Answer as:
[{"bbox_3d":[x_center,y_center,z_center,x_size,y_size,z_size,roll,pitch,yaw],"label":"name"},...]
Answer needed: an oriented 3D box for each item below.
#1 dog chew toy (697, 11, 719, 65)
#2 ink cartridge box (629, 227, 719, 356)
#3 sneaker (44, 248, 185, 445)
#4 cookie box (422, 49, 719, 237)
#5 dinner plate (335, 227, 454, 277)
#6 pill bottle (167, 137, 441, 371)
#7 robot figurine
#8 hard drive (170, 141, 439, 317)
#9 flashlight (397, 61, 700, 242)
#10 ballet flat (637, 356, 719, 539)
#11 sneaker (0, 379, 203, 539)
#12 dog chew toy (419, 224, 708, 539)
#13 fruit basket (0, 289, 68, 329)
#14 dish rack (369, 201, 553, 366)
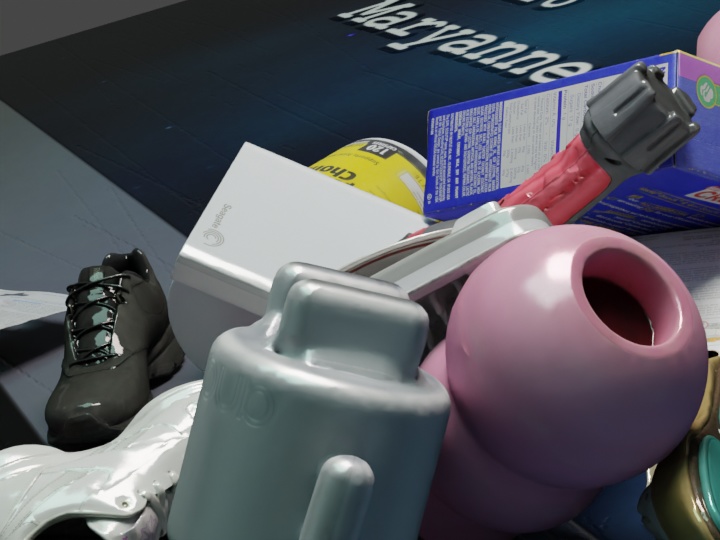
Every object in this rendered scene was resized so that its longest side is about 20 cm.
[{"bbox_3d":[0.335,-0.133,1.532,0.199,0.125,0.125,-2,20,11],"label":"dog chew toy"},{"bbox_3d":[0.192,0.034,1.278,0.162,0.057,0.200,-6,27,22],"label":"ink cartridge box"},{"bbox_3d":[-0.165,0.048,1.414,0.075,0.091,0.200,-10,19,6],"label":"sneaker"},{"bbox_3d":[0.167,-0.065,1.363,0.199,0.076,0.171,-10,-17,44],"label":"cookie box"},{"bbox_3d":[0.020,0.033,1.191,0.199,0.201,0.024,-18,60,-13],"label":"dinner plate"},{"bbox_3d":[-0.032,-0.004,1.437,0.112,0.113,0.200,1,22,38],"label":"pill bottle"},{"bbox_3d":[-0.027,0.101,1.004,0.112,0.201,0.170,13,7,-9],"label":"robot figurine"},{"bbox_3d":[0.000,0.000,1.332,0.199,0.027,0.132,22,37,2],"label":"hard drive"},{"bbox_3d":[0.095,-0.037,1.232,0.200,0.068,0.068,-40,24,23],"label":"flashlight"},{"bbox_3d":[0.166,0.105,1.066,0.063,0.069,0.200,-37,6,22],"label":"ballet flat"},{"bbox_3d":[-0.118,0.126,1.206,0.199,0.075,0.100,-21,37,-20],"label":"sneaker"},{"bbox_3d":[0.079,0.068,1.062,0.124,0.125,0.200,-31,-16,-43],"label":"dog chew toy"},{"bbox_3d":[-0.314,0.042,1.589,0.185,0.094,0.199,5,10,44],"label":"fruit basket"},{"bbox_3d":[0.030,0.038,1.142,0.199,0.172,0.044,-29,61,7],"label":"dish rack"}]
